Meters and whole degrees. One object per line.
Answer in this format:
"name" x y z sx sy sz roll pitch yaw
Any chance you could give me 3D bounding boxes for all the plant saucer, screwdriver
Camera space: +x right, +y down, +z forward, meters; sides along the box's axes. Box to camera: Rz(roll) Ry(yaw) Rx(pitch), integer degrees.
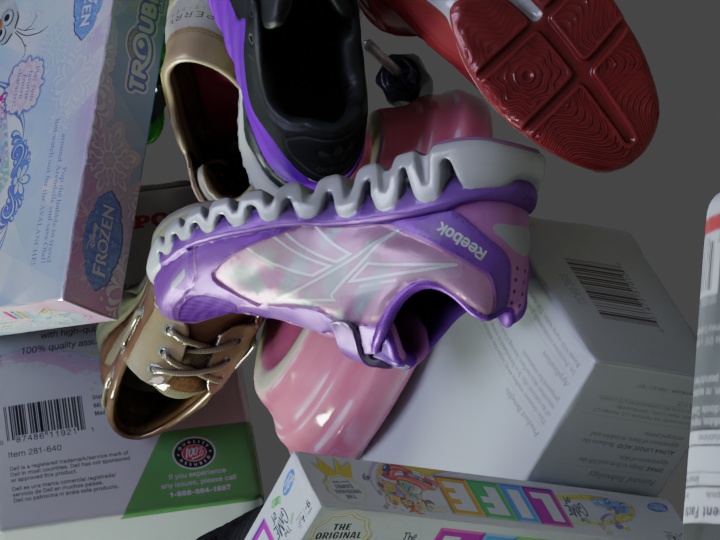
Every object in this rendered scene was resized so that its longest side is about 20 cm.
"plant saucer" 0.000 0.000 1.347 0.200 0.051 0.202 -157 90 -79
"screwdriver" 0.019 -0.096 1.336 0.028 0.029 0.200 -61 -3 1

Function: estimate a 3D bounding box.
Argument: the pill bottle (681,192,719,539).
"pill bottle" 0.182 0.073 1.057 0.114 0.113 0.202 -5 78 56

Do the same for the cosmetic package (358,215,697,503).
"cosmetic package" 0.070 0.088 1.261 0.201 0.081 0.113 -61 37 29

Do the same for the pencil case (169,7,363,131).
"pencil case" -0.031 -0.146 1.476 0.087 0.082 0.201 52 126 42

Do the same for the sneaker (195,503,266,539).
"sneaker" -0.051 0.151 1.372 0.104 0.200 0.060 -31 89 17

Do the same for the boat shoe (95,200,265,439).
"boat shoe" -0.081 0.029 1.380 0.200 0.075 0.072 129 150 -58

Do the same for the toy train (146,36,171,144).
"toy train" -0.079 -0.132 1.439 0.200 0.042 0.057 -36 49 43

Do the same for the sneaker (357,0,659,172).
"sneaker" 0.062 -0.121 1.313 0.078 0.200 0.116 -41 -6 -3

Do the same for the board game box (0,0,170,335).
"board game box" -0.189 -0.065 1.470 0.198 0.043 0.201 -8 68 46

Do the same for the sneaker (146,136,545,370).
"sneaker" -0.007 0.004 1.223 0.199 0.080 0.089 -14 79 28

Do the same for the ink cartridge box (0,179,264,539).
"ink cartridge box" -0.138 0.063 1.515 0.084 0.144 0.201 94 166 -59

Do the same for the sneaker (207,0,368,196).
"sneaker" -0.037 -0.135 1.298 0.100 0.069 0.201 123 129 -70

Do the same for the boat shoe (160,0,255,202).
"boat shoe" -0.060 -0.057 1.412 0.073 0.201 0.069 -3 44 22

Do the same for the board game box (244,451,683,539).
"board game box" 0.032 0.148 1.191 0.135 0.199 0.034 -61 37 28
